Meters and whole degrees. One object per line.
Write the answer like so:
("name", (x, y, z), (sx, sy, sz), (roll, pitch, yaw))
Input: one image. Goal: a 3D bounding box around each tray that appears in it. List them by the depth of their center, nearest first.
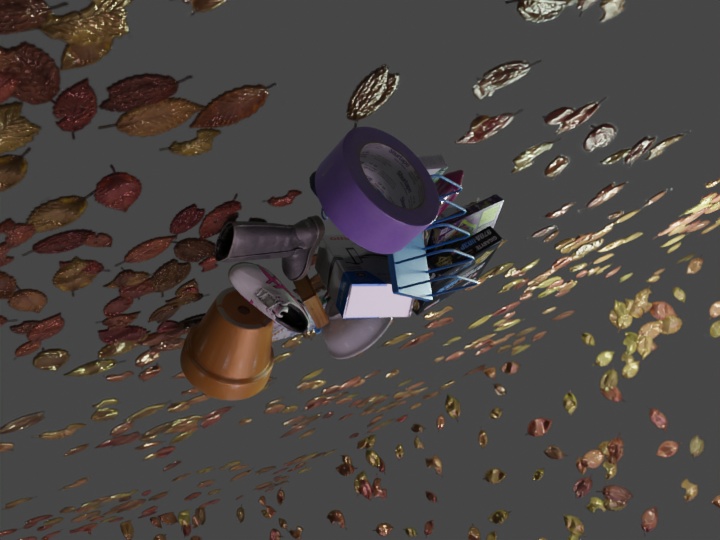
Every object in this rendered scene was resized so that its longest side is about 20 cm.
("tray", (-0.115, 0.051, 1.658), (0.037, 0.099, 0.200), (-27, 159, -3))

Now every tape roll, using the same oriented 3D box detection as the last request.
("tape roll", (0.029, -0.133, 1.247), (0.199, 0.201, 0.085), (-3, 150, -44))

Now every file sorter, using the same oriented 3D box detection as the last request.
("file sorter", (0.129, -0.060, 1.390), (0.122, 0.201, 0.139), (-15, 165, 28))

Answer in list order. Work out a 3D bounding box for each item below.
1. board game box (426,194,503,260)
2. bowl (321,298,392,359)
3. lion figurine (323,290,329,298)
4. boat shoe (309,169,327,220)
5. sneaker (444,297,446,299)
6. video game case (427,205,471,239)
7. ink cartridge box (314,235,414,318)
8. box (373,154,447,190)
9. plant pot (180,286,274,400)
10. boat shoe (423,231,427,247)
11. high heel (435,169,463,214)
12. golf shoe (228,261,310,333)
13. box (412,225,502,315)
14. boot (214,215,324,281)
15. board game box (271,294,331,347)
("board game box", (0.222, -0.084, 1.640), (0.199, 0.032, 0.121), (-25, 141, -34))
("bowl", (-0.023, 0.104, 1.777), (0.200, 0.202, 0.090), (-32, 117, 19))
("lion figurine", (0.000, 0.000, 1.683), (0.199, 0.073, 0.123), (-19, 140, -1))
("boat shoe", (-0.035, -0.115, 1.360), (0.068, 0.085, 0.200), (-12, 150, 31))
("sneaker", (0.216, 0.015, 1.980), (0.080, 0.077, 0.200), (10, 134, -43))
("video game case", (0.165, -0.074, 1.742), (0.180, 0.046, 0.200), (-11, 155, -35))
("ink cartridge box", (0.007, 0.009, 1.513), (0.145, 0.200, 0.085), (-1, 121, -22))
("box", (0.062, -0.148, 1.471), (0.144, 0.037, 0.200), (-9, 155, -34))
("plant pot", (-0.268, 0.141, 1.611), (0.199, 0.200, 0.184), (-8, 137, -36))
("boat shoe", (0.110, -0.041, 1.585), (0.060, 0.072, 0.202), (-34, 147, -21))
("high heel", (0.146, -0.140, 1.576), (0.096, 0.067, 0.200), (-45, 175, -30))
("golf shoe", (-0.176, 0.053, 1.511), (0.200, 0.092, 0.073), (38, 90, -23))
("box", (0.203, 0.000, 1.647), (0.199, 0.046, 0.159), (-28, 157, -31))
("boot", (-0.180, -0.034, 1.431), (0.199, 0.073, 0.182), (-16, 144, -38))
("board game box", (-0.157, 0.131, 1.901), (0.199, 0.026, 0.200), (-15, 157, -22))
